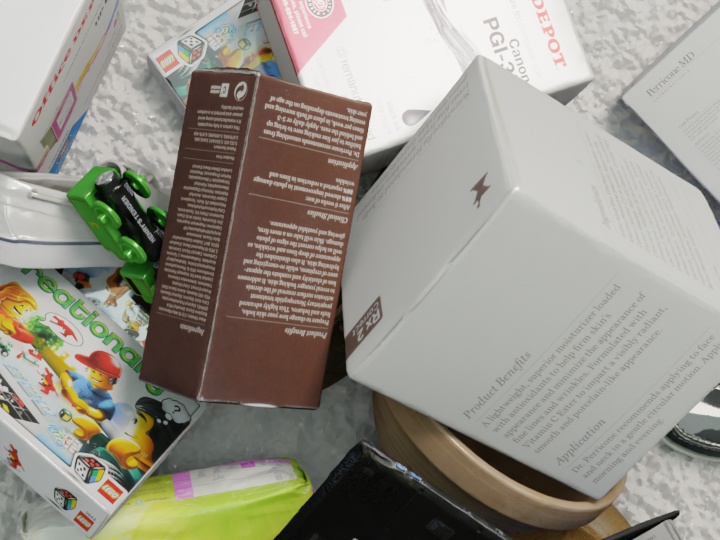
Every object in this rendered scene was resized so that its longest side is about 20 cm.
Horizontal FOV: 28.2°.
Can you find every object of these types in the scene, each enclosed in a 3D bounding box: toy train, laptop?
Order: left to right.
[{"bbox_3d":[-0.124,0.012,0.939,0.042,0.056,0.200,-49,127,-26],"label":"toy train"},{"bbox_3d":[0.064,0.171,0.909,0.200,0.177,0.103,34,47,-2],"label":"laptop"}]

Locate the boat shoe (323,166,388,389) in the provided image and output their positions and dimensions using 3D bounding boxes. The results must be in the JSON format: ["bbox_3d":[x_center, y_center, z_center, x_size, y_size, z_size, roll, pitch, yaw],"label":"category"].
[{"bbox_3d":[0.000,-0.001,1.032,0.067,0.072,0.200,29,74,28],"label":"boat shoe"}]

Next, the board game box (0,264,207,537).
[{"bbox_3d":[-0.210,0.064,0.931,0.200,0.035,0.126,41,37,-1],"label":"board game box"}]

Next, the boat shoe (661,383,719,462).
[{"bbox_3d":[0.317,0.105,1.054,0.199,0.060,0.076,-3,84,-7],"label":"boat shoe"}]

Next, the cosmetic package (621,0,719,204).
[{"bbox_3d":[0.314,-0.142,1.044,0.200,0.052,0.151,-43,94,18],"label":"cosmetic package"}]

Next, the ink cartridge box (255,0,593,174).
[{"bbox_3d":[0.043,-0.163,1.009,0.199,0.083,0.147,-19,86,-9],"label":"ink cartridge box"}]

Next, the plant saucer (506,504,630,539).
[{"bbox_3d":[0.121,0.244,1.028,0.199,0.035,0.201,1,84,-7],"label":"plant saucer"}]

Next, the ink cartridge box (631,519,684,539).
[{"bbox_3d":[0.142,0.258,0.924,0.199,0.174,0.044,-30,47,6],"label":"ink cartridge box"}]

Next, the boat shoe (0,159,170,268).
[{"bbox_3d":[-0.162,-0.042,0.967,0.073,0.200,0.066,25,111,38],"label":"boat shoe"}]

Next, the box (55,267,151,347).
[{"bbox_3d":[-0.208,0.047,1.013,0.199,0.038,0.137,28,81,-2],"label":"box"}]

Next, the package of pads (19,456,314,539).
[{"bbox_3d":[-0.121,0.215,0.972,0.199,0.068,0.155,-10,101,-8],"label":"package of pads"}]

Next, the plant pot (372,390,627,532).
[{"bbox_3d":[0.079,0.111,0.989,0.201,0.201,0.093,37,119,-1],"label":"plant pot"}]

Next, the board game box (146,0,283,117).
[{"bbox_3d":[-0.041,-0.160,1.058,0.200,0.035,0.126,-36,89,-9],"label":"board game box"}]

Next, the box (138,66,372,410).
[{"bbox_3d":[-0.065,-0.018,0.900,0.100,0.075,0.201,10,89,-43],"label":"box"}]

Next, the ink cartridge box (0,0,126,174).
[{"bbox_3d":[-0.224,-0.144,0.952,0.084,0.200,0.145,24,82,-3],"label":"ink cartridge box"}]

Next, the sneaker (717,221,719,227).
[{"bbox_3d":[0.182,-0.047,1.048,0.199,0.077,0.112,-6,93,-1],"label":"sneaker"}]

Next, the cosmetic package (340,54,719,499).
[{"bbox_3d":[0.113,0.005,0.909,0.200,0.165,0.165,29,119,-21],"label":"cosmetic package"}]
